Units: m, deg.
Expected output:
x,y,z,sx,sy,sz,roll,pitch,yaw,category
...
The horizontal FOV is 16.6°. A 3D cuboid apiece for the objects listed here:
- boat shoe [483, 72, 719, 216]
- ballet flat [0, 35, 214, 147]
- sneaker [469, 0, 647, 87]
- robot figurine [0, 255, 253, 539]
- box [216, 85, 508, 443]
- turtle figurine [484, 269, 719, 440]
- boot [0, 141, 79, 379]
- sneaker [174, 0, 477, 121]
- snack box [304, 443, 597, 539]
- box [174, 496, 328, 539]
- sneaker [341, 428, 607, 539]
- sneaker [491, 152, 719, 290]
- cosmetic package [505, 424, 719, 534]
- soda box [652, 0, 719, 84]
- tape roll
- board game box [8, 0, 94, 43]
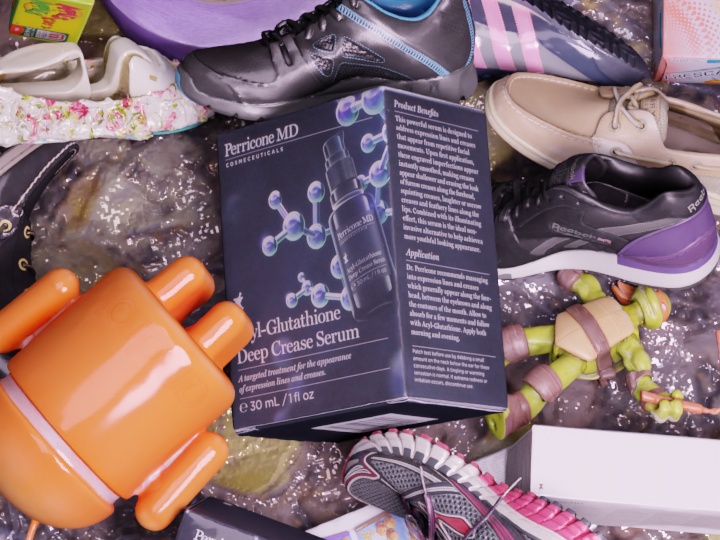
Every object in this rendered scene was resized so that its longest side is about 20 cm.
x,y,z,sx,sy,sz,roll,pitch,yaw,category
0.181,-0.095,1.630,0.199,0.065,0.072,18,49,-9,boat shoe
-0.177,-0.120,1.619,0.199,0.064,0.076,-10,40,-31,ballet flat
0.093,-0.154,1.677,0.199,0.070,0.082,24,109,0,sneaker
-0.160,0.077,1.537,0.200,0.117,0.144,-42,119,-3,robot figurine
0.000,0.000,1.582,0.148,0.107,0.201,-14,74,39,box
0.139,0.039,1.628,0.161,0.064,0.200,-22,64,-14,turtle figurine
-0.219,0.015,1.632,0.150,0.073,0.200,40,74,3,boot
-0.023,-0.148,1.611,0.199,0.073,0.082,-7,120,-10,sneaker
0.050,0.174,1.622,0.199,0.024,0.072,-22,81,-4,snack box
-0.043,0.262,1.548,0.199,0.104,0.183,19,90,4,box
0.063,0.161,1.539,0.200,0.081,0.075,24,69,37,sneaker
0.130,-0.046,1.594,0.199,0.088,0.076,3,52,19,sneaker
0.198,0.136,1.584,0.199,0.083,0.051,5,76,-8,cosmetic package
0.235,-0.229,1.682,0.068,0.064,0.201,2,79,1,soda box
-0.091,-0.238,1.685,0.199,0.066,0.201,0,78,1,tape roll
-0.188,-0.257,1.602,0.047,0.102,0.201,8,79,-11,board game box
